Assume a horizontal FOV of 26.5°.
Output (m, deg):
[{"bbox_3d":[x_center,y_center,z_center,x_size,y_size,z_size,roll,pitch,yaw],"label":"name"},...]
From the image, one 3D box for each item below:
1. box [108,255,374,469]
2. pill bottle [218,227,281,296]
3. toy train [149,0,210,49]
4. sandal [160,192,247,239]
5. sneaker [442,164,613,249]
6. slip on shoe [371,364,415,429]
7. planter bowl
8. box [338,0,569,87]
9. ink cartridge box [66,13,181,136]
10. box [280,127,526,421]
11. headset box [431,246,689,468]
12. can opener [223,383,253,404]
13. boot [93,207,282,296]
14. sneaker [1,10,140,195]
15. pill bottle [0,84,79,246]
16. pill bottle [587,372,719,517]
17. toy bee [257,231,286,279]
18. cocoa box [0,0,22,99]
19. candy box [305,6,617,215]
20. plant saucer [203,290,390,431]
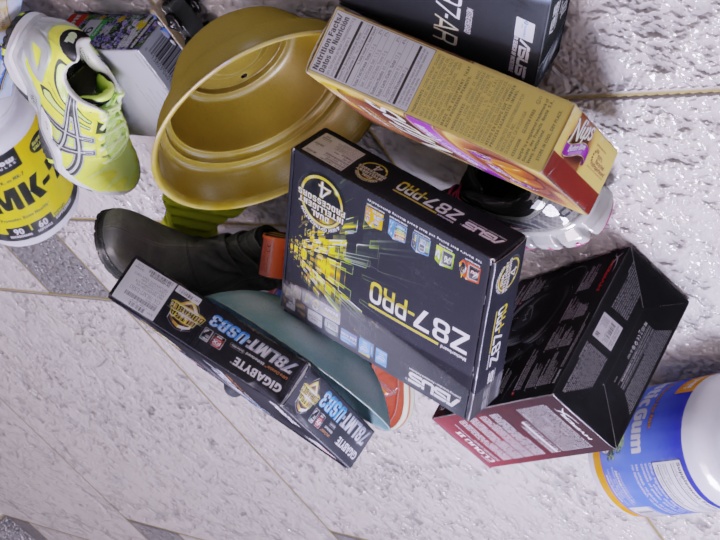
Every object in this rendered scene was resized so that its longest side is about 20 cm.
[{"bbox_3d":[-0.100,0.082,1.335,0.198,0.050,0.200,32,171,25],"label":"box"},{"bbox_3d":[-0.105,0.059,1.574,0.111,0.113,0.201,16,149,31],"label":"pill bottle"},{"bbox_3d":[-0.117,-0.163,1.299,0.046,0.034,0.201,23,155,48],"label":"toy train"},{"bbox_3d":[-0.145,-0.080,1.413,0.079,0.088,0.200,17,153,-15],"label":"sandal"},{"bbox_3d":[0.098,-0.060,1.187,0.199,0.074,0.088,-6,135,46],"label":"sneaker"},{"bbox_3d":[0.020,0.092,1.518,0.060,0.075,0.201,-12,145,-7],"label":"slip on shoe"},{"bbox_3d":[-0.083,-0.143,1.186,0.201,0.199,0.084,91,153,-60],"label":"planter bowl"},{"bbox_3d":[0.062,-0.219,0.984,0.159,0.044,0.201,27,154,13],"label":"box"},{"bbox_3d":[-0.222,-0.176,1.376,0.199,0.051,0.109,9,145,42],"label":"ink cartridge box"},{"bbox_3d":[0.028,0.002,1.191,0.199,0.049,0.162,30,136,26],"label":"box"},{"bbox_3d":[0.156,0.077,1.264,0.077,0.150,0.200,40,152,-15],"label":"headset box"},{"bbox_3d":[-0.062,0.079,1.459,0.053,0.067,0.200,21,134,-29],"label":"can opener"},{"bbox_3d":[-0.135,-0.021,1.375,0.129,0.069,0.199,-16,154,28],"label":"boot"},{"bbox_3d":[-0.237,-0.133,1.323,0.076,0.076,0.201,15,150,33],"label":"sneaker"},{"bbox_3d":[-0.369,-0.126,1.552,0.113,0.115,0.201,20,151,25],"label":"pill bottle"},{"bbox_3d":[0.289,0.144,1.270,0.112,0.113,0.199,40,153,-15],"label":"pill bottle"},{"bbox_3d":[0.000,0.000,1.361,0.199,0.132,0.109,29,180,-15],"label":"toy bee"},{"bbox_3d":[-0.379,-0.228,1.325,0.134,0.130,0.200,63,157,12],"label":"cocoa box"},{"bbox_3d":[0.072,-0.111,1.079,0.199,0.057,0.116,28,180,28],"label":"candy box"},{"bbox_3d":[-0.046,0.067,1.334,0.200,0.039,0.201,34,172,6],"label":"plant saucer"}]
